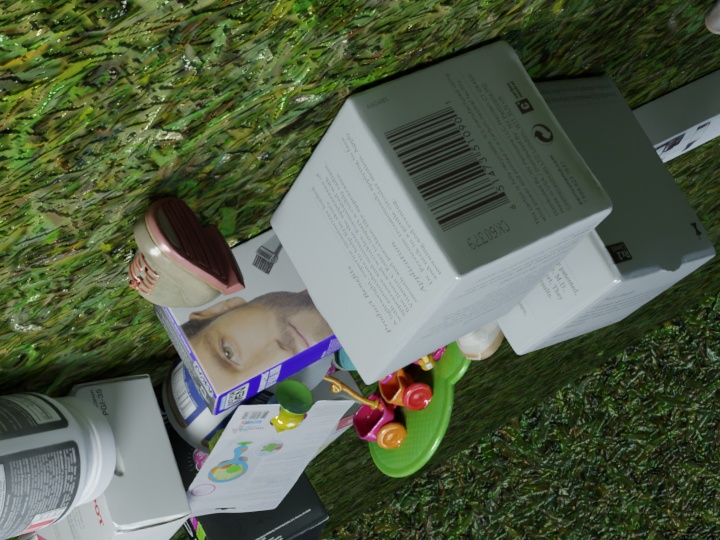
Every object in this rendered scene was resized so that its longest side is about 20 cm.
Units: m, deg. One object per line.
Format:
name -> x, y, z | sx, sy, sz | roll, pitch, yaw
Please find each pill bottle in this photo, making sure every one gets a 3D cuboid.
pill bottle -> -0.095, 0.082, 1.521 | 0.110, 0.112, 0.200 | -18, 161, -44
pill bottle -> -0.297, 0.163, 1.351 | 0.116, 0.117, 0.199 | -37, 165, 25

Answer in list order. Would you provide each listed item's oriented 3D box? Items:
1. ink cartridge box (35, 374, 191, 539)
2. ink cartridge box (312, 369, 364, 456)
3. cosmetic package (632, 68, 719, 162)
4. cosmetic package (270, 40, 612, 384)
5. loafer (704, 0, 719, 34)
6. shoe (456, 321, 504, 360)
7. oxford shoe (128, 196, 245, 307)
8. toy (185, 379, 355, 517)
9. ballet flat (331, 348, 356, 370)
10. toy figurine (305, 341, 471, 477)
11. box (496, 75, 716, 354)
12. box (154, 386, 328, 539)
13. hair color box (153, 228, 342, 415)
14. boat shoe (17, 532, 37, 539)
ink cartridge box -> -0.243, 0.208, 1.539 | 0.082, 0.148, 0.200 | -8, 156, -31
ink cartridge box -> -0.092, 0.210, 2.079 | 0.116, 0.068, 0.200 | -17, 160, -46
cosmetic package -> 0.354, -0.164, 1.772 | 0.199, 0.051, 0.083 | -26, 166, -23
cosmetic package -> 0.058, -0.044, 1.297 | 0.164, 0.166, 0.200 | -24, 166, -31
loafer -> 0.408, -0.262, 1.532 | 0.198, 0.073, 0.063 | -17, 179, -27
shoe -> 0.140, 0.001, 1.725 | 0.069, 0.053, 0.201 | -11, -137, 35
oxford shoe -> -0.141, -0.001, 1.221 | 0.074, 0.071, 0.200 | -26, 166, 3
toy -> -0.096, 0.158, 1.485 | 0.114, 0.048, 0.200 | -1, 148, -30
ballet flat -> 0.000, 0.000, 1.520 | 0.069, 0.069, 0.202 | -18, 136, -44
toy figurine -> -0.002, 0.105, 1.736 | 0.183, 0.151, 0.201 | 21, 115, -31
box -> 0.184, -0.054, 1.466 | 0.130, 0.201, 0.198 | -38, 165, 34
box -> -0.137, 0.211, 1.692 | 0.123, 0.201, 0.149 | -26, 166, -15
hair color box -> -0.064, 0.025, 1.393 | 0.199, 0.110, 0.065 | -28, 166, -17
boat shoe -> -0.335, 0.330, 1.957 | 0.075, 0.072, 0.200 | -36, 166, 19
